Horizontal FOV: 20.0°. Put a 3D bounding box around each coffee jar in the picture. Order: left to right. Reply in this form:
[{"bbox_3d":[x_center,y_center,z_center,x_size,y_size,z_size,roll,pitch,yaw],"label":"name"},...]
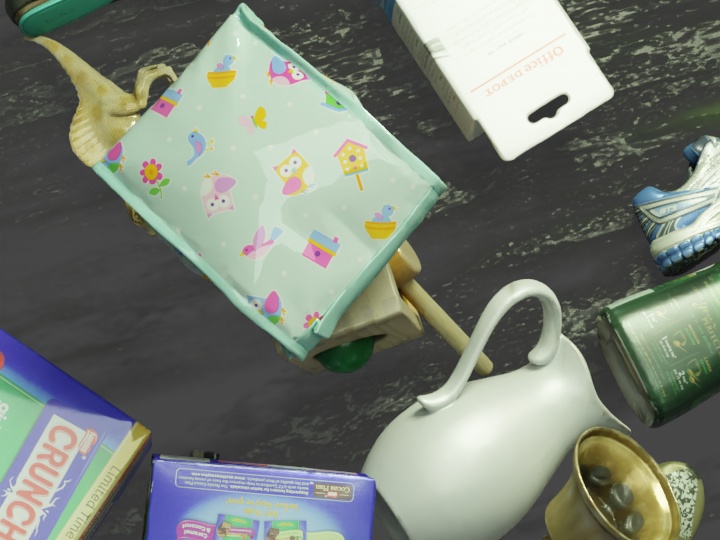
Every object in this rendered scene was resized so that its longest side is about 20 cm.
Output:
[{"bbox_3d":[0.295,0.039,1.627,0.199,0.085,0.105,-24,78,-7],"label":"coffee jar"}]

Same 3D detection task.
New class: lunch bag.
[{"bbox_3d":[-0.057,-0.058,1.444,0.200,0.122,0.171,41,89,17],"label":"lunch bag"}]

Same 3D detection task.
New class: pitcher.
[{"bbox_3d":[0.091,0.116,1.568,0.199,0.121,0.172,-34,118,-12],"label":"pitcher"}]

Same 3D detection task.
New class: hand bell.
[{"bbox_3d":[0.140,0.216,1.551,0.104,0.200,0.105,27,39,-24],"label":"hand bell"}]

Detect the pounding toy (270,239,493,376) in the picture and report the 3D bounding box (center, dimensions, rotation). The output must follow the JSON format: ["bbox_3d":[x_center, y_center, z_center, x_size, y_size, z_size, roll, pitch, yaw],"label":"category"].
[{"bbox_3d":[0.000,0.000,1.582,0.141,0.184,0.202,-19,80,5],"label":"pounding toy"}]

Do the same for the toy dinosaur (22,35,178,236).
[{"bbox_3d":[-0.193,-0.131,1.646,0.101,0.058,0.201,-29,82,-7],"label":"toy dinosaur"}]

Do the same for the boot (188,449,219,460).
[{"bbox_3d":[-0.058,0.232,1.574,0.149,0.073,0.202,-7,83,-4],"label":"boot"}]

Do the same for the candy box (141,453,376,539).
[{"bbox_3d":[-0.081,0.244,1.500,0.167,0.077,0.202,6,87,-5],"label":"candy box"}]

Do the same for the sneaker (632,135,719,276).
[{"bbox_3d":[0.308,-0.082,1.660,0.199,0.077,0.086,-32,78,-9],"label":"sneaker"}]

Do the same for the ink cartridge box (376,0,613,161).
[{"bbox_3d":[0.106,-0.190,1.670,0.115,0.067,0.201,-31,82,-9],"label":"ink cartridge box"}]

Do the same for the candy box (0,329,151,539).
[{"bbox_3d":[-0.287,0.144,1.567,0.199,0.077,0.170,33,76,2],"label":"candy box"}]

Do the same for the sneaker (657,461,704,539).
[{"bbox_3d":[0.204,0.232,1.581,0.077,0.089,0.200,40,80,1],"label":"sneaker"}]

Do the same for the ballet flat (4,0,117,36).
[{"bbox_3d":[-0.197,-0.252,1.667,0.198,0.068,0.069,-15,67,-6],"label":"ballet flat"}]
